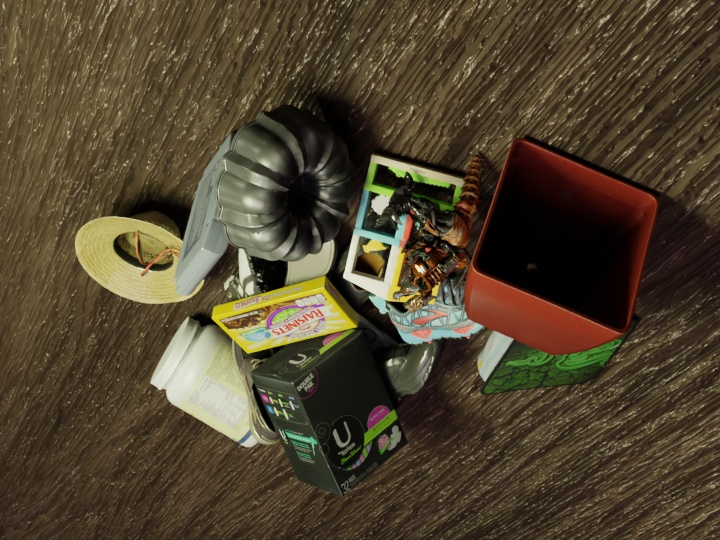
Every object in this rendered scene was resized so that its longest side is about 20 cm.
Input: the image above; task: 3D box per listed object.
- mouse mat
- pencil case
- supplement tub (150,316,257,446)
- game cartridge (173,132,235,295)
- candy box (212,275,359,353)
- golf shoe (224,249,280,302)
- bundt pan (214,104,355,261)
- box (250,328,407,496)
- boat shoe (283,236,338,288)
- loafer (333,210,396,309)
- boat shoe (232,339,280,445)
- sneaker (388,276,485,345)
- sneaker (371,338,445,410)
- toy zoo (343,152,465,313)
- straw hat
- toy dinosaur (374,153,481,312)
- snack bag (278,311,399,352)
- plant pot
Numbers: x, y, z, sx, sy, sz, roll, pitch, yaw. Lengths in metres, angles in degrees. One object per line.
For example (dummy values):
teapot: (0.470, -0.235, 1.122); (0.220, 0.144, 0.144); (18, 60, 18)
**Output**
mouse mat: (0.275, 0.121, 1.569); (0.197, 0.008, 0.162); (-5, 144, -24)
pencil case: (0.226, 0.087, 1.574); (0.083, 0.090, 0.201); (40, 146, 18)
supplement tub: (-0.227, 0.180, 1.840); (0.198, 0.146, 0.145); (32, 139, -11)
game cartridge: (-0.195, -0.079, 1.504); (0.040, 0.203, 0.133); (20, 143, -16)
candy box: (-0.110, 0.068, 1.658); (0.197, 0.027, 0.102); (-15, 139, 27)
golf shoe: (-0.170, 0.017, 1.691); (0.093, 0.078, 0.202); (7, 136, 17)
bundt pan: (-0.082, -0.101, 1.421); (0.075, 0.202, 0.204); (25, 150, 42)
box: (-0.046, 0.205, 1.692); (0.123, 0.148, 0.203); (4, 122, 52)
boat shoe: (-0.072, -0.005, 1.649); (0.066, 0.057, 0.201); (32, 136, 7)
loafer: (0.000, 0.000, 1.598); (0.072, 0.073, 0.201); (23, 140, -1)
boat shoe: (-0.147, 0.166, 1.754); (0.073, 0.203, 0.073); (-11, 170, -25)
sneaker: (0.113, 0.046, 1.593); (0.198, 0.080, 0.096); (-19, 123, 38)
sneaker: (0.055, 0.147, 1.707); (0.090, 0.076, 0.200); (38, 132, -4)
toy zoo: (0.054, -0.040, 1.486); (0.129, 0.020, 0.203); (15, 105, 8)
straw hat: (-0.318, -0.042, 1.688); (0.197, 0.086, 0.203); (9, 140, 7)
toy dinosaur: (0.092, -0.052, 1.424); (0.134, 0.202, 0.102); (31, 155, 1)
snack bag: (-0.018, 0.134, 1.791); (0.199, 0.022, 0.188); (38, 137, -16)
plant pot: (0.231, -0.005, 1.407); (0.197, 0.202, 0.177); (22, 151, 0)
